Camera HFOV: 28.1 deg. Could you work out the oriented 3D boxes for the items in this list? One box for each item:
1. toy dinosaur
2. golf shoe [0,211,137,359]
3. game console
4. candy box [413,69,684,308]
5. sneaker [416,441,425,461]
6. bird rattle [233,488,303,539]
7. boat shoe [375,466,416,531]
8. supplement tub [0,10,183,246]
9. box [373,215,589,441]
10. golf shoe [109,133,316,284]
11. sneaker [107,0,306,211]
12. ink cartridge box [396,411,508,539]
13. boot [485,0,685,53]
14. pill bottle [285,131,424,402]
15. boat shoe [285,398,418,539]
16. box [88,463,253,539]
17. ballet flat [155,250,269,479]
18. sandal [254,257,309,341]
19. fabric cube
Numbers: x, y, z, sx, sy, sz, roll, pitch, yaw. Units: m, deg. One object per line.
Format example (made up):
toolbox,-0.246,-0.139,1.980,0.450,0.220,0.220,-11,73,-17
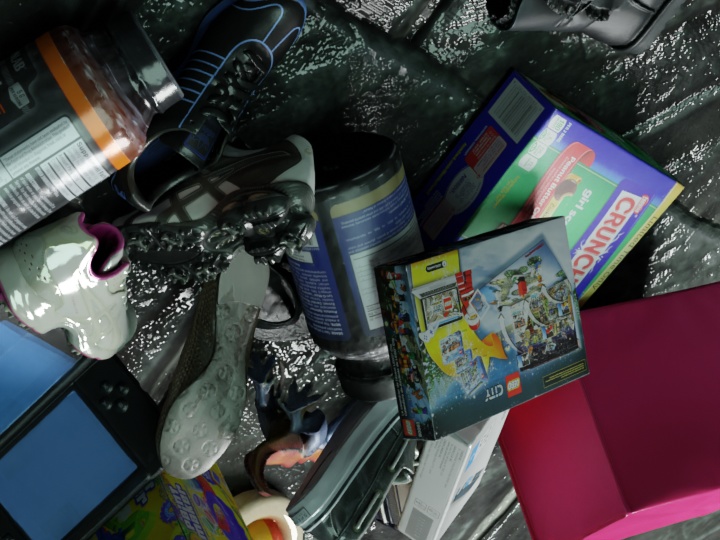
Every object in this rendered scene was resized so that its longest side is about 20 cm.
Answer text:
toy dinosaur,-0.068,0.143,1.272,0.201,0.104,0.182,-59,158,-32
golf shoe,-0.202,0.012,1.089,0.091,0.076,0.200,-35,163,4
game console,-0.277,0.147,1.161,0.200,0.176,0.116,-42,175,8
candy box,0.164,-0.061,1.283,0.199,0.077,0.170,21,114,-43
sneaker,0.066,0.082,1.318,0.201,0.080,0.075,-60,158,-17
bird rattle,-0.106,0.295,1.415,0.198,0.112,0.165,5,108,-38
boat shoe,0.027,0.159,1.396,0.074,0.092,0.203,-15,105,-45
supplement tub,-0.223,-0.097,0.994,0.199,0.107,0.107,-33,137,-3
box,0.102,0.042,1.160,0.199,0.037,0.138,-16,100,-43
golf shoe,-0.111,-0.049,1.102,0.198,0.095,0.078,-8,145,32
sneaker,-0.108,-0.126,1.058,0.200,0.078,0.070,-43,136,9
ink cartridge box,0.107,0.136,1.301,0.176,0.044,0.201,-50,164,-34
boot,0.202,-0.264,1.130,0.167,0.077,0.201,4,131,-38
pill bottle,0.000,0.000,1.169,0.111,0.112,0.202,-22,116,-13
boat shoe,0.013,0.155,1.210,0.200,0.071,0.072,-50,-170,-33
box,-0.201,0.264,1.249,0.192,0.201,0.122,-43,136,10
ballet flat,-0.121,0.070,1.162,0.067,0.046,0.202,10,101,-28
sandal,-0.092,0.011,1.207,0.075,0.048,0.200,-39,136,4
fabric cube,0.262,0.149,1.393,0.197,0.198,0.200,-11,162,-23
